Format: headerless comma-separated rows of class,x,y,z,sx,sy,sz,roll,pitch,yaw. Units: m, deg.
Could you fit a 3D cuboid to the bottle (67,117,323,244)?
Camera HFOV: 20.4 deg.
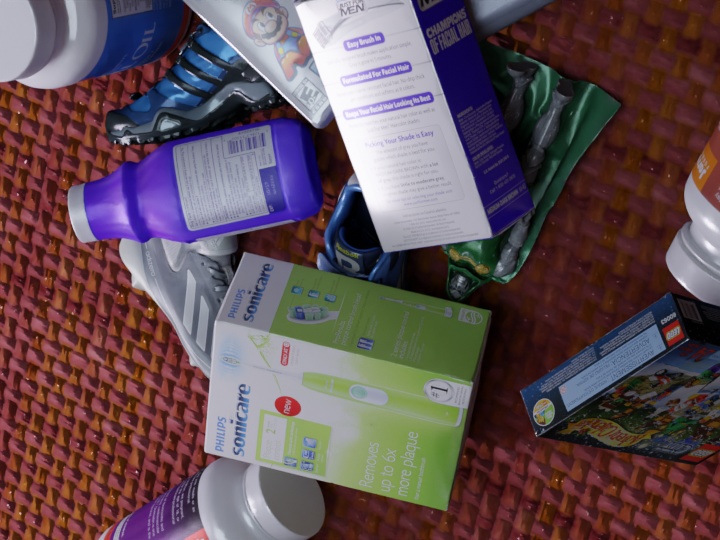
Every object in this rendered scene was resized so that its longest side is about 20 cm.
bottle,-0.132,-0.064,1.592,0.199,0.065,0.084,-12,84,9

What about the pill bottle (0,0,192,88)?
pill bottle,-0.227,-0.203,1.565,0.112,0.200,0.113,8,108,27

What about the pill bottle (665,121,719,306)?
pill bottle,0.291,-0.071,1.364,0.112,0.112,0.201,35,117,16

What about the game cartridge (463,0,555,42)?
game cartridge,0.067,-0.269,1.456,0.133,0.041,0.201,-28,87,18

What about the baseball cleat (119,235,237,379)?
baseball cleat,-0.118,0.021,1.643,0.200,0.070,0.107,46,121,10

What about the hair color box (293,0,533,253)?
hair color box,0.039,-0.120,1.447,0.109,0.065,0.201,-7,110,42

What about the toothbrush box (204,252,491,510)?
toothbrush box,-0.011,0.086,1.534,0.199,0.086,0.146,15,132,6

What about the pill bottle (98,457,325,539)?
pill bottle,-0.126,0.228,1.679,0.200,0.112,0.113,-34,86,32

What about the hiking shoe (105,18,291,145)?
hiking shoe,-0.121,-0.157,1.602,0.199,0.074,0.087,-17,88,22

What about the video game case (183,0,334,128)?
video game case,-0.031,-0.242,1.516,0.182,0.024,0.200,44,103,11

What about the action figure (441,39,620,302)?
action figure,0.106,-0.060,1.508,0.118,0.055,0.201,28,120,17

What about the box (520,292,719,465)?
box,0.226,0.080,1.395,0.136,0.199,0.038,-37,57,31

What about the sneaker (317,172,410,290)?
sneaker,0.000,0.000,1.564,0.074,0.082,0.201,20,114,21
